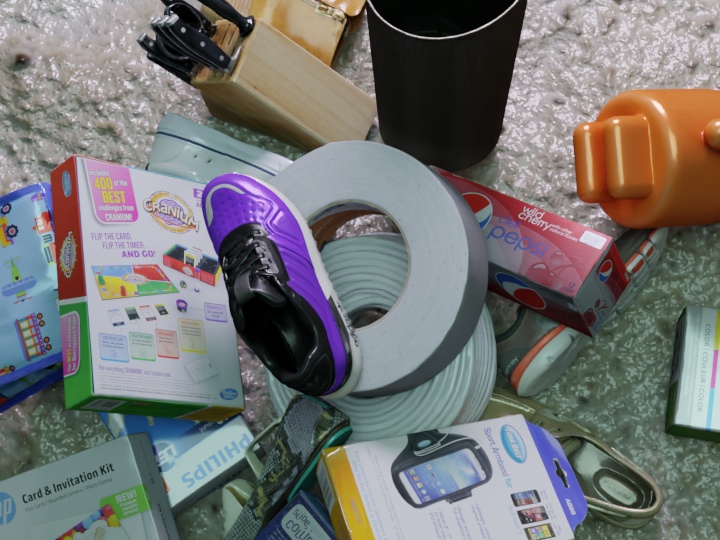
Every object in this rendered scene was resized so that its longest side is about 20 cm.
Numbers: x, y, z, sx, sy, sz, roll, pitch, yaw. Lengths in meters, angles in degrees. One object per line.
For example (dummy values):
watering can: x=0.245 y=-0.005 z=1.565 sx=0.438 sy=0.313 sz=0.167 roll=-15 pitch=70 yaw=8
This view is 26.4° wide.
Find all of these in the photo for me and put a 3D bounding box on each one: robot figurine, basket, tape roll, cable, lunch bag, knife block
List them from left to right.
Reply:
lunch bag: x=-0.305 y=0.028 z=1.288 sx=0.199 sy=0.094 sz=0.152 roll=-25 pitch=74 yaw=27
knife block: x=-0.088 y=-0.174 z=1.324 sx=0.198 sy=0.176 sz=0.065 roll=21 pitch=79 yaw=8
tape roll: x=0.000 y=0.000 z=1.235 sx=0.198 sy=0.066 sz=0.203 roll=-3 pitch=82 yaw=18
cable: x=0.014 y=0.067 z=1.292 sx=0.198 sy=0.069 sz=0.202 roll=-7 pitch=81 yaw=19
basket: x=0.072 y=-0.190 z=1.294 sx=0.135 sy=0.201 sz=0.181 roll=18 pitch=57 yaw=12
robot figurine: x=0.272 y=-0.094 z=1.287 sx=0.198 sy=0.144 sz=0.117 roll=-5 pitch=51 yaw=-33

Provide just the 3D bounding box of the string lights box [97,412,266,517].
string lights box: x=-0.178 y=0.101 z=1.321 sx=0.102 sy=0.059 sz=0.201 roll=-34 pitch=77 yaw=-7

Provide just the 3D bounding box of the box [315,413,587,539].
box: x=0.075 y=0.182 z=1.201 sx=0.198 sy=0.042 sz=0.120 roll=-6 pitch=54 yaw=-20

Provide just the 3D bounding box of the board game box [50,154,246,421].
board game box: x=-0.173 y=0.017 z=1.250 sx=0.040 sy=0.152 sz=0.202 roll=-26 pitch=63 yaw=42

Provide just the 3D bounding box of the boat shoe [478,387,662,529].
boat shoe: x=0.162 y=0.153 z=1.288 sx=0.199 sy=0.065 sz=0.073 roll=29 pitch=79 yaw=9

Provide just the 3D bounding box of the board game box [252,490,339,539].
board game box: x=-0.026 y=0.290 z=1.184 sx=0.135 sy=0.034 sz=0.200 roll=-45 pitch=66 yaw=5

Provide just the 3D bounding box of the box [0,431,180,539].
box: x=-0.219 y=0.253 z=1.264 sx=0.155 sy=0.041 sz=0.202 roll=-20 pitch=81 yaw=17

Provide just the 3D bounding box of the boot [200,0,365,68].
boot: x=-0.053 y=-0.289 z=1.412 sx=0.143 sy=0.071 sz=0.203 roll=18 pitch=80 yaw=0

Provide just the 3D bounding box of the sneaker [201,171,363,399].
sneaker: x=-0.072 y=0.007 z=1.168 sx=0.069 sy=0.099 sz=0.201 roll=-37 pitch=74 yaw=20

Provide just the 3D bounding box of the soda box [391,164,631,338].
soda box: x=0.124 y=-0.019 z=1.289 sx=0.199 sy=0.070 sz=0.064 roll=26 pitch=73 yaw=35

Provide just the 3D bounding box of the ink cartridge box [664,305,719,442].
ink cartridge box: x=0.363 y=0.099 z=1.293 sx=0.198 sy=0.059 sz=0.105 roll=9 pitch=77 yaw=5

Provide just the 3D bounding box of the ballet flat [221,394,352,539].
ballet flat: x=-0.075 y=0.181 z=1.265 sx=0.072 sy=0.072 sz=0.201 roll=34 pitch=114 yaw=11

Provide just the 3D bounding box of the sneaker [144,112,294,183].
sneaker: x=-0.100 y=-0.073 z=1.361 sx=0.198 sy=0.073 sz=0.071 roll=22 pitch=87 yaw=17

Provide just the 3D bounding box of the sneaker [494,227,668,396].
sneaker: x=0.182 y=0.013 z=1.319 sx=0.200 sy=0.077 sz=0.082 roll=-44 pitch=67 yaw=-12
